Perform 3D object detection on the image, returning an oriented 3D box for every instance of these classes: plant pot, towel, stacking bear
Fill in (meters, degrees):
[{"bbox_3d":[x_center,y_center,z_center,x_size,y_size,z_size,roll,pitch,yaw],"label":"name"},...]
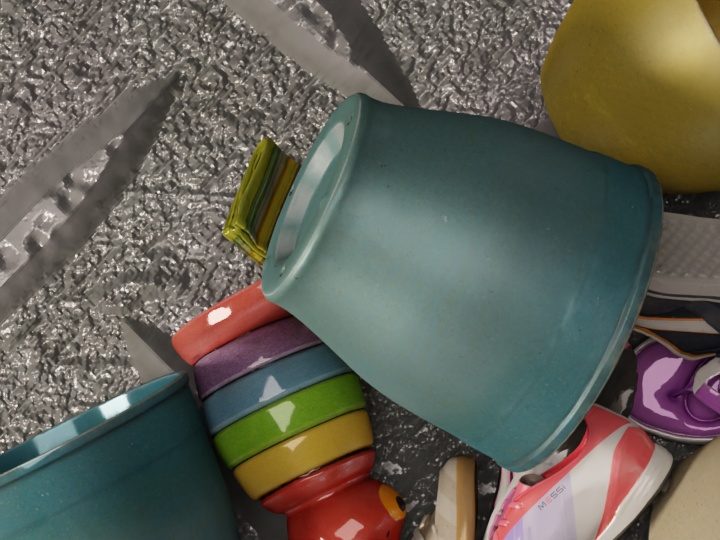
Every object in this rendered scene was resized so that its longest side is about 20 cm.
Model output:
[{"bbox_3d":[0.201,-0.128,1.409,0.142,0.200,0.201,-31,77,30],"label":"plant pot"},{"bbox_3d":[0.000,0.000,1.417,0.200,0.018,0.086,38,47,-22],"label":"towel"},{"bbox_3d":[0.050,-0.007,1.318,0.187,0.200,0.201,24,86,-12],"label":"plant pot"},{"bbox_3d":[-0.160,0.192,1.408,0.199,0.200,0.189,-26,93,4],"label":"plant pot"},{"bbox_3d":[-0.035,0.112,1.436,0.113,0.121,0.201,-27,81,14],"label":"stacking bear"}]

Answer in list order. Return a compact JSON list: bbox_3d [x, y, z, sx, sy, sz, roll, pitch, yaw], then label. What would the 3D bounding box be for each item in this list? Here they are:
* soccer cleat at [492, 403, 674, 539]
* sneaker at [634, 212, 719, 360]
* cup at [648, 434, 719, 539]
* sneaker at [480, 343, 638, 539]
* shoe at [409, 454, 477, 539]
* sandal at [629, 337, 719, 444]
[{"bbox_3d":[0.109,0.172,1.370,0.073,0.068,0.200,40,97,-2],"label":"soccer cleat"},{"bbox_3d":[0.246,0.013,1.400,0.199,0.080,0.079,10,53,-11],"label":"sneaker"},{"bbox_3d":[0.264,0.168,1.354,0.143,0.200,0.202,-4,80,36],"label":"cup"},{"bbox_3d":[0.126,0.120,1.431,0.080,0.086,0.201,17,104,-16],"label":"sneaker"},{"bbox_3d":[0.042,0.218,1.426,0.053,0.070,0.201,9,85,3],"label":"shoe"},{"bbox_3d":[0.266,0.071,1.423,0.201,0.050,0.083,1,80,11],"label":"sandal"}]
